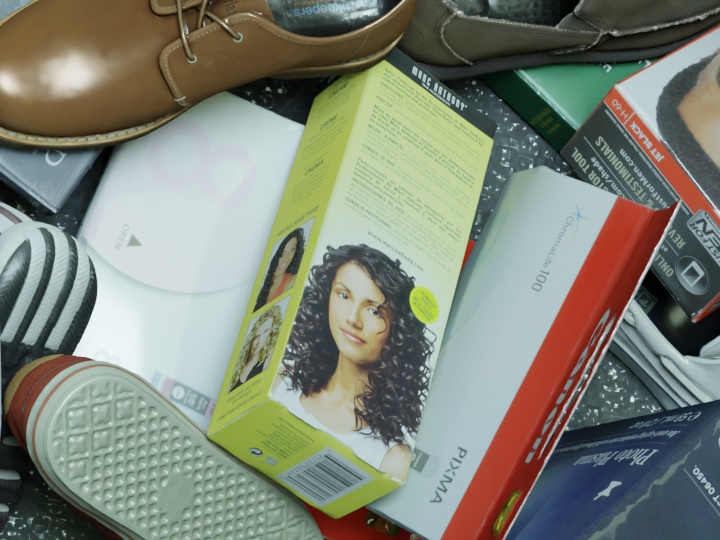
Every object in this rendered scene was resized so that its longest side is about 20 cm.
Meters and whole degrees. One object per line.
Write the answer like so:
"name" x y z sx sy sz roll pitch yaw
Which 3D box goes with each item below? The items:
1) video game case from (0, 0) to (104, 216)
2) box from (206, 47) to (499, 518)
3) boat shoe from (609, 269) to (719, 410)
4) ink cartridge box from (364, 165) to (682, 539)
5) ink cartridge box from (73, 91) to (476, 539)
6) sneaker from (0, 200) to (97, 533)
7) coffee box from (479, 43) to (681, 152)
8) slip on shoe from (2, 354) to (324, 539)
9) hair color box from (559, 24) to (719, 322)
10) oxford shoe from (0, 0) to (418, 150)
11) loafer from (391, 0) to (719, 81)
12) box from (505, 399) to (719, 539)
"video game case" -0.167 -0.139 0.985 0.200 0.019 0.143 39 71 -16
"box" 0.000 0.000 1.004 0.075 0.050 0.201 33 49 -23
"boat shoe" 0.165 0.035 1.090 0.199 0.065 0.074 34 72 -5
"ink cartridge box" 0.057 0.035 0.957 0.047 0.200 0.161 28 87 -3
"ink cartridge box" -0.034 0.022 1.053 0.199 0.057 0.164 22 73 -4
"sneaker" -0.192 0.051 1.001 0.075 0.115 0.201 20 103 -50
"coffee box" 0.070 -0.162 1.120 0.200 0.044 0.123 42 72 -2
"slip on shoe" -0.077 0.099 0.987 0.074 0.061 0.200 -51 128 -10
"hair color box" 0.198 -0.069 1.088 0.199 0.061 0.102 -31 78 -35
"oxford shoe" -0.069 -0.102 0.971 0.199 0.071 0.072 -17 86 -15
"loafer" 0.104 -0.130 1.060 0.199 0.071 0.074 -18 84 -17
"box" 0.078 0.163 0.967 0.198 0.200 0.123 -40 94 -19
